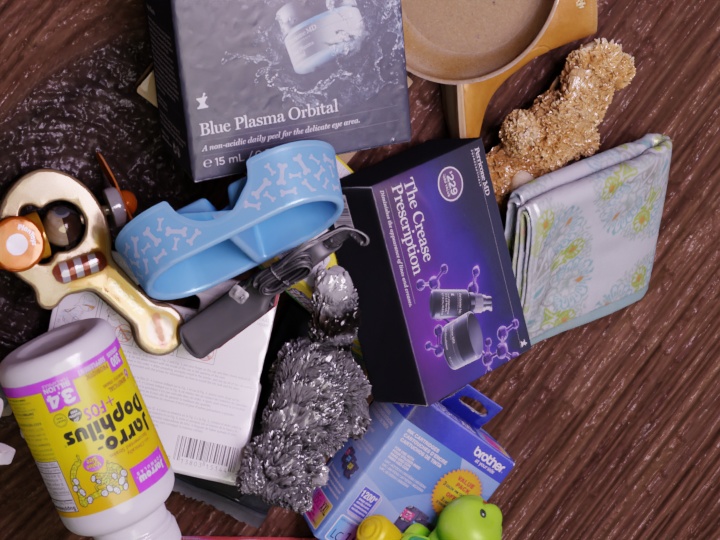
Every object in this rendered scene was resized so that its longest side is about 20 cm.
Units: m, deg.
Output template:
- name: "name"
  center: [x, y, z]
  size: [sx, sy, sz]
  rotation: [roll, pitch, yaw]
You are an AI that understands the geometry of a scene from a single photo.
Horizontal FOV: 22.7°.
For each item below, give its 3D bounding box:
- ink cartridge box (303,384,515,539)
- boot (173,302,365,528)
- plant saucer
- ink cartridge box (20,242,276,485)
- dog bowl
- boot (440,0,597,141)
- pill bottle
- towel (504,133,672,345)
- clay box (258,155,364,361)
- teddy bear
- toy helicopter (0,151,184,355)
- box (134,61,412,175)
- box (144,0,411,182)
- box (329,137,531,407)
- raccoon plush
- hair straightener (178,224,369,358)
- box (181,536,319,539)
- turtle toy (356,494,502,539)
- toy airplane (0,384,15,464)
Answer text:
- name: "ink cartridge box"
  center: [0.052, 0.193, 1.729]
  size: [0.136, 0.076, 0.201]
  rotation: [35, 93, -27]
- name: "boot"
  center: [-0.102, 0.119, 1.649]
  size: [0.164, 0.066, 0.201]
  rotation: [29, 100, -33]
- name: "plant saucer"
  center: [0.089, -0.262, 1.542]
  size: [0.035, 0.199, 0.202]
  rotation: [-13, 122, -61]
- name: "ink cartridge box"
  center: [-0.184, 0.083, 1.588]
  size: [0.198, 0.045, 0.178]
  rotation: [13, 84, -6]
- name: "dog bowl"
  center: [-0.103, -0.037, 1.469]
  size: [0.198, 0.111, 0.050]
  rotation: [-25, 72, 6]
- name: "boot"
  center: [0.145, -0.202, 1.615]
  size: [0.142, 0.071, 0.204]
  rotation: [-6, 105, -11]
- name: "pill bottle"
  center: [-0.220, 0.149, 1.503]
  size: [0.103, 0.104, 0.202]
  rotation: [-24, 104, -10]
- name: "towel"
  center: [0.208, -0.024, 1.672]
  size: [0.199, 0.048, 0.173]
  rotation: [-22, 135, -33]
- name: "clay box"
  center: [0.000, 0.000, 1.614]
  size: [0.200, 0.047, 0.116]
  rotation: [44, 66, -33]
- name: "teddy bear"
  center: [0.180, -0.126, 1.640]
  size: [0.200, 0.145, 0.067]
  rotation: [-44, 73, -5]
- name: "toy helicopter"
  center: [-0.222, -0.009, 1.540]
  size: [0.200, 0.079, 0.132]
  rotation: [45, 78, -14]
- name: "box"
  center: [-0.074, -0.165, 1.580]
  size: [0.200, 0.021, 0.164]
  rotation: [38, 94, -28]
- name: "box"
  center: [-0.072, -0.198, 1.491]
  size: [0.195, 0.117, 0.202]
  rotation: [-12, 113, -15]
- name: "box"
  center: [0.060, -0.001, 1.585]
  size: [0.140, 0.078, 0.202]
  rotation: [-26, 108, -39]
- name: "raccoon plush"
  center: [-0.060, 0.108, 1.536]
  size: [0.096, 0.134, 0.202]
  rotation: [6, 124, 21]
- name: "hair straightener"
  center: [-0.076, 0.018, 1.500]
  size: [0.199, 0.077, 0.041]
  rotation: [-30, 91, 26]
- name: "box"
  center: [-0.102, 0.316, 1.702]
  size: [0.198, 0.103, 0.096]
  rotation: [4, 107, -20]
- name: "turtle toy"
  center: [0.059, 0.294, 1.656]
  size: [0.146, 0.101, 0.201]
  rotation: [47, 66, -37]
- name: "toy airplane"
  center: [-0.374, 0.100, 1.475]
  size: [0.197, 0.200, 0.143]
  rotation: [6, 86, -17]
